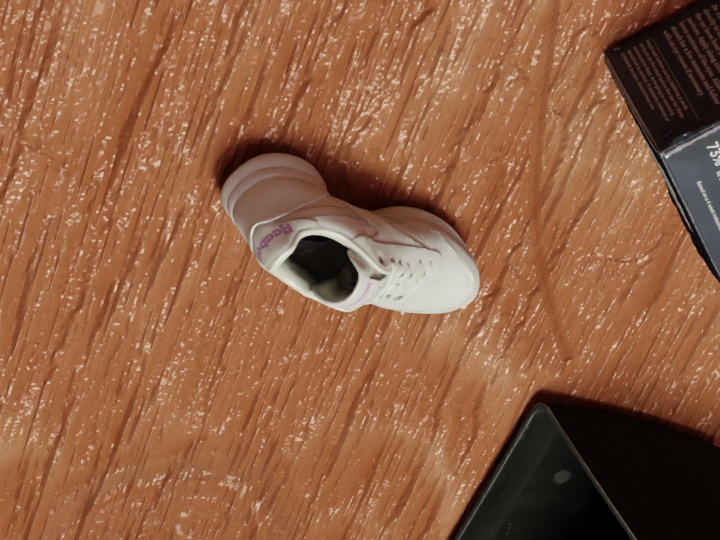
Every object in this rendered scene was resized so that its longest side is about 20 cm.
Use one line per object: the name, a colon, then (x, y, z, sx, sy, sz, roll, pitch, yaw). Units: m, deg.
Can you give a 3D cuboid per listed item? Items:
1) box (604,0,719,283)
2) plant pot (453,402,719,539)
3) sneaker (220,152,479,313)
box: (0.277, -0.106, 1.418, 0.200, 0.104, 0.148, -27, 136, 6)
plant pot: (0.206, 0.227, 1.666, 0.177, 0.200, 0.200, -2, 134, -34)
sneaker: (0.000, 0.000, 1.419, 0.200, 0.100, 0.075, 20, 121, -37)
